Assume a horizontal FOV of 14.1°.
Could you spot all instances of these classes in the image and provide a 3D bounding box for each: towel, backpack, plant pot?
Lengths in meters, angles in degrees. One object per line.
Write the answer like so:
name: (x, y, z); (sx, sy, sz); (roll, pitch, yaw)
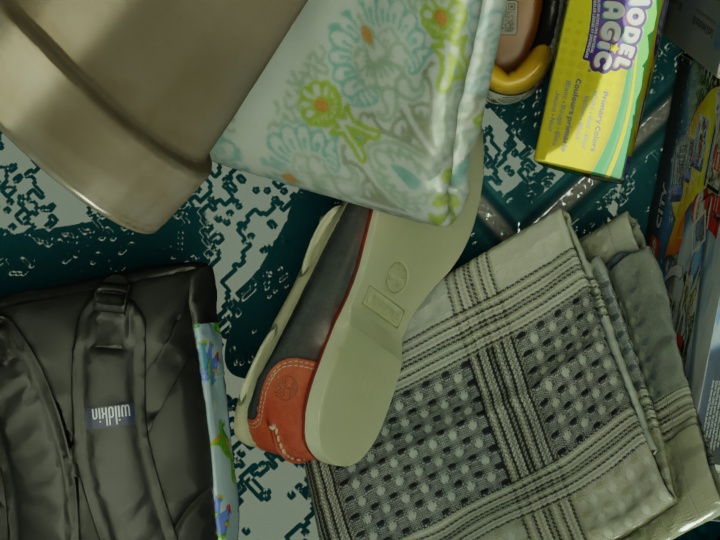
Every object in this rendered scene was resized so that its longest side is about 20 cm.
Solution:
towel: (0.063, 0.073, 1.364); (0.199, 0.193, 0.035); (-27, 135, 14)
backpack: (-0.128, 0.113, 1.400); (0.162, 0.154, 0.201); (-14, 81, -4)
towel: (-0.012, -0.137, 1.353); (0.170, 0.048, 0.201); (18, 102, 31)
plant pot: (-0.098, -0.146, 1.286); (0.173, 0.200, 0.200); (-43, 101, 8)

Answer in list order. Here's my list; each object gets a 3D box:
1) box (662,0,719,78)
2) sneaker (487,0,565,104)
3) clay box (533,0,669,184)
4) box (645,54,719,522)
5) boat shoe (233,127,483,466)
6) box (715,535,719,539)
box: (0.251, -0.098, 1.370); (0.199, 0.156, 0.041); (12, 102, -7)
sneaker: (0.070, -0.177, 1.377); (0.077, 0.082, 0.201); (-8, 101, -3)
clay box: (0.124, -0.143, 1.359); (0.047, 0.115, 0.201); (13, 93, 5)
box: (0.170, 0.005, 1.393); (0.037, 0.137, 0.201); (8, 101, -10)
boat shoe: (0.000, 0.000, 1.400); (0.071, 0.062, 0.201); (39, 67, -43)
box: (0.267, 0.142, 1.407); (0.200, 0.107, 0.148); (-43, 83, -7)
